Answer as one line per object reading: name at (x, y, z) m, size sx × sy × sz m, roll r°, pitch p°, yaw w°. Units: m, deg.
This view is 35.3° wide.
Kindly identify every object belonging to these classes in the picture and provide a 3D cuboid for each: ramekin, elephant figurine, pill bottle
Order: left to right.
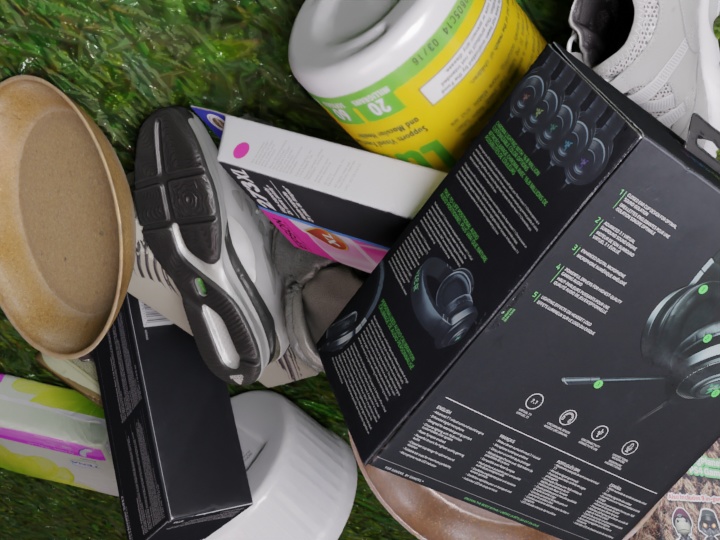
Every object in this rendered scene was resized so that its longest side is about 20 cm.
ramekin at (-0.109, 0.214, 1.107) m, size 0.199 × 0.202 × 0.098 m, roll -13°, pitch 131°, yaw 39°
elephant figurine at (0.000, 0.000, 0.775) m, size 0.197 × 0.157 × 0.142 m, roll 9°, pitch 164°, yaw 13°
pill bottle at (0.062, -0.085, 0.620) m, size 0.110 × 0.112 × 0.200 m, roll -13°, pitch 138°, yaw 40°

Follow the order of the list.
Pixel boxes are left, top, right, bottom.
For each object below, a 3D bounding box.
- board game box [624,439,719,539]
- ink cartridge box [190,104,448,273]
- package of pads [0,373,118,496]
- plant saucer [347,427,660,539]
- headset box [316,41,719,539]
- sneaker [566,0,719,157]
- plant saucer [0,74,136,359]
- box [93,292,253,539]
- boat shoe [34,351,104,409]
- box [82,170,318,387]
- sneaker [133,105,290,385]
board game box at (0.174, 0.110, 0.771) m, size 0.096 × 0.203 × 0.159 m, roll 10°, pitch 155°, yaw -29°
ink cartridge box at (-0.014, -0.037, 0.639) m, size 0.198 × 0.037 × 0.095 m, roll 22°, pitch 162°, yaw 38°
package of pads at (-0.357, 0.190, 1.306) m, size 0.197 × 0.069 × 0.155 m, roll 12°, pitch 148°, yaw 9°
plant saucer at (0.089, 0.086, 0.679) m, size 0.197 × 0.035 × 0.203 m, roll 5°, pitch 111°, yaw 13°
headset box at (0.109, 0.017, 0.540) m, size 0.173 × 0.093 × 0.201 m, roll 25°, pitch 112°, yaw -33°
sneaker at (0.132, -0.108, 0.562) m, size 0.081 × 0.075 × 0.201 m, roll -25°, pitch 136°, yaw -11°
plant saucer at (-0.216, -0.039, 0.810) m, size 0.035 × 0.203 × 0.199 m, roll -15°, pitch 177°, yaw -45°
box at (-0.168, 0.126, 0.976) m, size 0.078 × 0.203 × 0.141 m, roll -4°, pitch 159°, yaw -30°
boat shoe at (-0.215, 0.112, 1.083) m, size 0.199 × 0.067 × 0.072 m, roll 30°, pitch 170°, yaw 6°
box at (-0.111, 0.007, 0.883) m, size 0.068 × 0.083 × 0.199 m, roll -17°, pitch 137°, yaw 43°
sneaker at (-0.090, -0.031, 0.824) m, size 0.075 × 0.115 × 0.203 m, roll -5°, pitch 109°, yaw 35°
